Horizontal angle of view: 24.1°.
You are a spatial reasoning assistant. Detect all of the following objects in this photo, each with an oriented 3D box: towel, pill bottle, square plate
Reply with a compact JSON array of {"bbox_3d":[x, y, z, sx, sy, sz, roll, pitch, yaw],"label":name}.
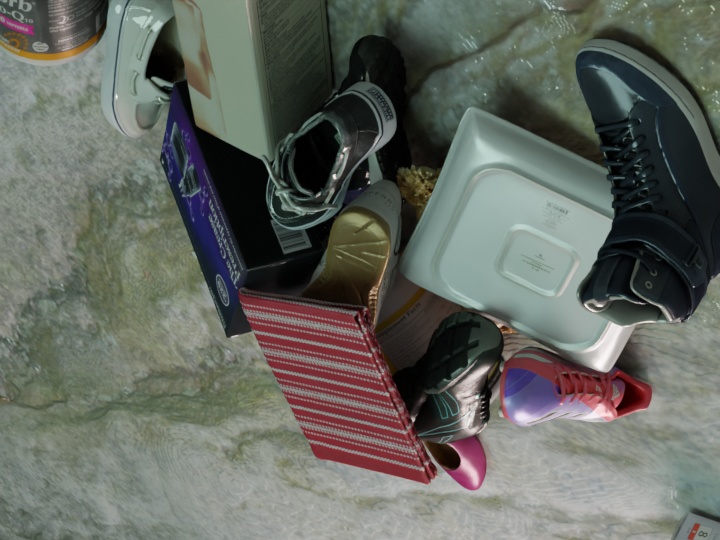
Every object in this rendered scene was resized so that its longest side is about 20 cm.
[{"bbox_3d":[-0.019,0.100,1.466,0.145,0.022,0.200,8,133,40],"label":"towel"},{"bbox_3d":[0.040,0.049,1.566,0.200,0.112,0.112,51,150,-18],"label":"pill bottle"},{"bbox_3d":[0.143,-0.015,1.355,0.200,0.028,0.198,26,136,3],"label":"square plate"},{"bbox_3d":[-0.281,-0.283,1.491,0.116,0.116,0.200,34,151,13],"label":"pill bottle"}]

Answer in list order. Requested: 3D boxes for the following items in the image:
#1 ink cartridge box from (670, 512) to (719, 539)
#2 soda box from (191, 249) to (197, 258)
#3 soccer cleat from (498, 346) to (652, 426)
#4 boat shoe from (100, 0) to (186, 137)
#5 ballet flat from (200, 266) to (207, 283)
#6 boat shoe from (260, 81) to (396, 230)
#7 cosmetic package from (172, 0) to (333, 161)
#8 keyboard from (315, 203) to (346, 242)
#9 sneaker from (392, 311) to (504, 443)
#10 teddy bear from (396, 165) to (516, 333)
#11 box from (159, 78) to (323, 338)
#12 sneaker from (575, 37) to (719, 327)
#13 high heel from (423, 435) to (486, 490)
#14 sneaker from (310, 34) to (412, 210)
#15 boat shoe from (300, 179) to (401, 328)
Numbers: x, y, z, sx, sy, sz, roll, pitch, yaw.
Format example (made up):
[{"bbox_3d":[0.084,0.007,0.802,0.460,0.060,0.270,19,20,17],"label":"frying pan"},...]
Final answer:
[{"bbox_3d":[0.396,0.316,1.586,0.200,0.050,0.162,13,141,28],"label":"ink cartridge box"},{"bbox_3d":[-0.074,0.027,1.694,0.200,0.064,0.068,46,167,-18],"label":"soda box"},{"bbox_3d":[0.181,0.101,1.434,0.076,0.067,0.200,0,174,30],"label":"soccer cleat"},{"bbox_3d":[-0.193,-0.185,1.575,0.070,0.071,0.200,35,145,16],"label":"boat shoe"},{"bbox_3d":[-0.056,0.023,1.625,0.200,0.071,0.065,16,-165,-19],"label":"ballet flat"},{"bbox_3d":[-0.041,-0.080,1.368,0.074,0.068,0.199,56,146,1],"label":"boat shoe"},{"bbox_3d":[-0.089,-0.200,1.388,0.087,0.103,0.200,27,147,22],"label":"cosmetic package"},{"bbox_3d":[-0.048,-0.049,1.613,0.104,0.040,0.200,42,151,-3],"label":"keyboard"},{"bbox_3d":[0.084,0.097,1.463,0.079,0.075,0.200,22,149,-13],"label":"sneaker"},{"bbox_3d":[0.097,-0.014,1.434,0.145,0.067,0.200,9,139,13],"label":"teddy bear"},{"bbox_3d":[-0.112,-0.062,1.541,0.141,0.079,0.200,109,142,-62],"label":"box"},{"bbox_3d":[0.192,-0.053,1.206,0.202,0.146,0.077,52,151,-17],"label":"sneaker"},{"bbox_3d":[0.062,0.177,1.733,0.067,0.096,0.200,6,136,47],"label":"high heel"},{"bbox_3d":[-0.011,-0.118,1.413,0.087,0.076,0.200,13,144,14],"label":"sneaker"},{"bbox_3d":[0.000,0.000,1.452,0.071,0.069,0.200,30,140,4],"label":"boat shoe"}]
